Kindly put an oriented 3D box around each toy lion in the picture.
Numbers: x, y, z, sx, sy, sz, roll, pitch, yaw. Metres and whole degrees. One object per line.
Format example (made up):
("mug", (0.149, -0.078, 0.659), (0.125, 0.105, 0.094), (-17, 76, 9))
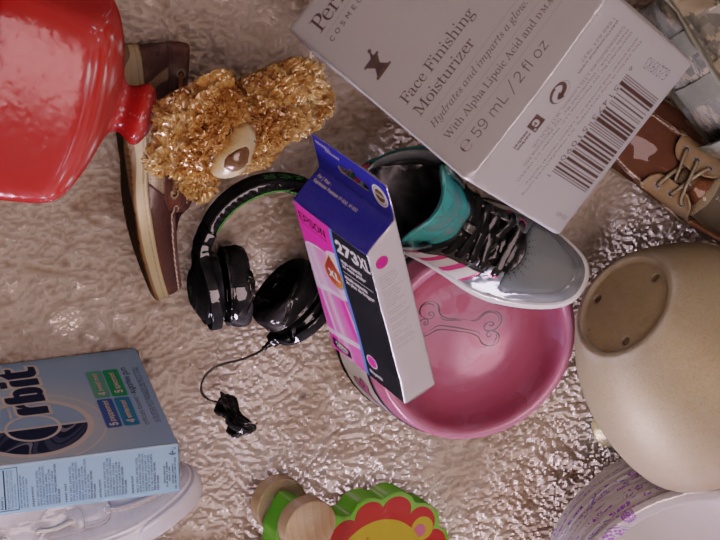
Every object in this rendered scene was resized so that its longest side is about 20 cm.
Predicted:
("toy lion", (-0.022, 0.266, 1.833), (0.191, 0.069, 0.200), (26, 91, -34))

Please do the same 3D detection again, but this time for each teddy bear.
("teddy bear", (-0.080, -0.097, 1.588), (0.145, 0.200, 0.067), (-27, 83, 3))

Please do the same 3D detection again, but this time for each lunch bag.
("lunch bag", (0.305, -0.142, 1.683), (0.117, 0.164, 0.200), (-34, 92, -2))

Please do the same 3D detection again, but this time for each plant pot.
("plant pot", (0.245, 0.057, 1.749), (0.134, 0.200, 0.200), (34, 99, -38))

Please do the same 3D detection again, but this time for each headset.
("headset", (-0.075, 0.026, 1.709), (0.123, 0.094, 0.201), (13, 108, -21))

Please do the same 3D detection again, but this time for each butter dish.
("butter dish", (-0.214, -0.126, 1.533), (0.147, 0.200, 0.200), (15, 107, -10))

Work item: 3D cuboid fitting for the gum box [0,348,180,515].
("gum box", (-0.249, 0.122, 1.653), (0.199, 0.170, 0.045), (-6, 114, -15))

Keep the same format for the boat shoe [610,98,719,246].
("boat shoe", (0.263, -0.079, 1.782), (0.200, 0.072, 0.076), (31, 100, -26))

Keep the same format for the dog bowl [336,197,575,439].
("dog bowl", (0.083, 0.046, 1.778), (0.199, 0.074, 0.201), (-6, 114, -14))

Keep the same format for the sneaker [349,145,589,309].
("sneaker", (0.076, -0.034, 1.650), (0.199, 0.121, 0.084), (22, 86, 9))

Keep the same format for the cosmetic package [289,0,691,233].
("cosmetic package", (0.094, -0.162, 1.594), (0.165, 0.200, 0.165), (-53, 150, 7))

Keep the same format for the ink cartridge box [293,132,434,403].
("ink cartridge box", (0.000, 0.000, 1.636), (0.037, 0.095, 0.200), (-31, 133, -22))

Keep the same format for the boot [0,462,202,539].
("boot", (-0.228, 0.176, 1.735), (0.200, 0.074, 0.096), (-23, 124, -6))

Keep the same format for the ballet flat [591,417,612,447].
("ballet flat", (0.295, 0.108, 1.874), (0.199, 0.071, 0.071), (-18, 116, -9))

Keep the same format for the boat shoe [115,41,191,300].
("boat shoe", (-0.142, -0.075, 1.662), (0.072, 0.072, 0.201), (-9, 108, -12))

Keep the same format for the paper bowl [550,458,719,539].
("paper bowl", (0.256, 0.233, 1.881), (0.200, 0.104, 0.201), (-8, 126, -12))
